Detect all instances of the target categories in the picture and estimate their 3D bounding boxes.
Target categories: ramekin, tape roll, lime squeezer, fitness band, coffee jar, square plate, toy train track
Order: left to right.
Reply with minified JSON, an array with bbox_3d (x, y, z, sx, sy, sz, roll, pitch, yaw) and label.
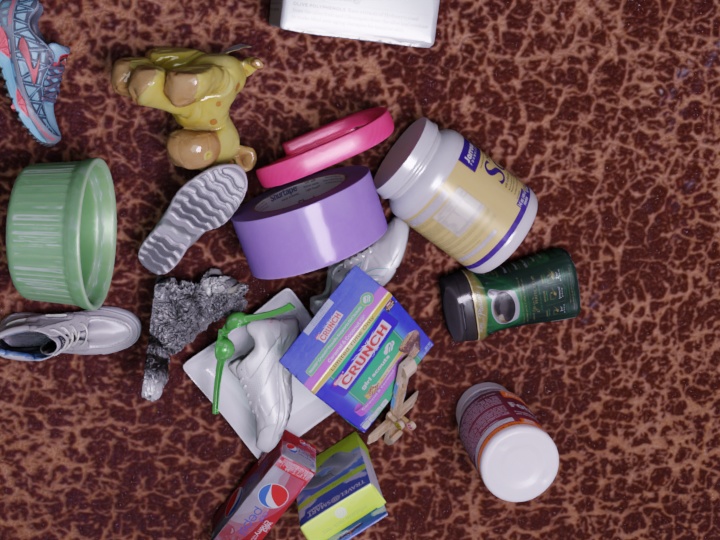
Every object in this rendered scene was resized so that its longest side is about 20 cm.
[{"bbox_3d":[-0.393,-0.050,1.331,0.097,0.200,0.202,2,104,-1],"label":"ramekin"},{"bbox_3d":[-0.171,0.105,1.413,0.070,0.038,0.200,37,105,2],"label":"lime squeezer"},{"bbox_3d":[-0.127,0.156,1.502,0.198,0.028,0.200,-36,106,3],"label":"square plate"},{"bbox_3d":[-0.069,-0.067,1.363,0.199,0.200,0.085,-20,105,-2],"label":"tape roll"},{"bbox_3d":[-0.049,-0.167,1.370,0.199,0.144,0.038,-24,108,-1],"label":"fitness band"},{"bbox_3d":[0.063,0.200,1.479,0.115,0.032,0.201,-38,152,-33],"label":"toy train track"},{"bbox_3d":[0.218,0.037,1.489,0.199,0.085,0.105,-12,108,-5],"label":"coffee jar"}]

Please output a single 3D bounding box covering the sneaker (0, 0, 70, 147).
[{"bbox_3d":[-0.425,-0.264,1.328,0.095,0.079,0.201,-18,106,-5],"label":"sneaker"}]

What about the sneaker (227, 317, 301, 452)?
[{"bbox_3d":[-0.144,0.161,1.456,0.099,0.078,0.202,7,94,-3],"label":"sneaker"}]

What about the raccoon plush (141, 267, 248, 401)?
[{"bbox_3d":[-0.230,0.090,1.423,0.133,0.097,0.202,7,81,-9],"label":"raccoon plush"}]

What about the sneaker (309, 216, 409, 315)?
[{"bbox_3d":[0.000,0.000,1.459,0.080,0.070,0.201,32,99,-11],"label":"sneaker"}]

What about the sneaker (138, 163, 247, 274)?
[{"bbox_3d":[-0.230,-0.084,1.377,0.200,0.082,0.075,-38,111,23],"label":"sneaker"}]

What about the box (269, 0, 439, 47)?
[{"bbox_3d":[-0.008,-0.385,1.291,0.198,0.199,0.173,4,104,-10],"label":"box"}]

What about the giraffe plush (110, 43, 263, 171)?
[{"bbox_3d":[-0.220,-0.206,1.351,0.199,0.172,0.163,-20,122,-38],"label":"giraffe plush"}]

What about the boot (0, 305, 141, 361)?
[{"bbox_3d":[-0.411,0.097,1.413,0.198,0.096,0.074,-3,105,-7],"label":"boot"}]

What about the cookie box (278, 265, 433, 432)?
[{"bbox_3d":[-0.001,0.114,1.409,0.171,0.075,0.200,-51,147,-6],"label":"cookie box"}]

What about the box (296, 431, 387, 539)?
[{"bbox_3d":[-0.034,0.322,1.468,0.122,0.200,0.048,-33,107,2],"label":"box"}]

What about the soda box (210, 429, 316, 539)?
[{"bbox_3d":[-0.145,0.336,1.507,0.063,0.070,0.200,32,110,-17],"label":"soda box"}]

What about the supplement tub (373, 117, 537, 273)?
[{"bbox_3d":[0.131,-0.105,1.409,0.199,0.145,0.146,35,97,-15],"label":"supplement tub"}]

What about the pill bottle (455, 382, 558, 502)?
[{"bbox_3d":[0.208,0.244,1.481,0.113,0.200,0.115,-2,105,-8],"label":"pill bottle"}]
